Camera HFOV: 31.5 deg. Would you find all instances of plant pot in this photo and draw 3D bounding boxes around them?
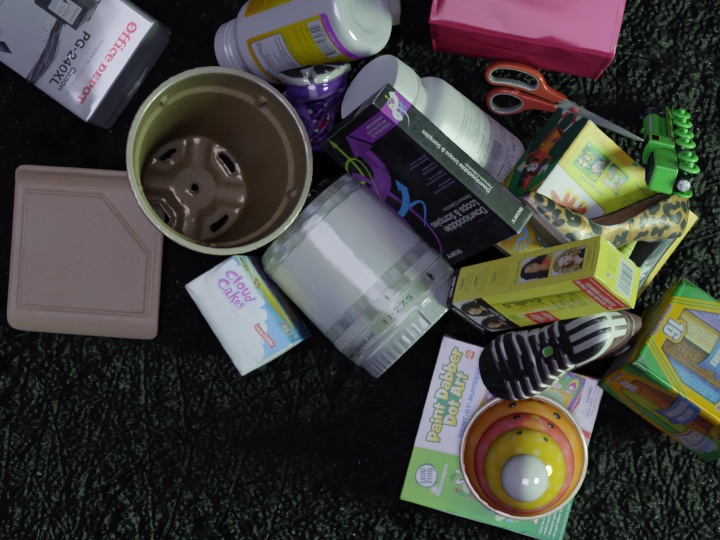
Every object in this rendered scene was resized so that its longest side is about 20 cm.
[{"bbox_3d":[-0.173,-0.107,1.427,0.200,0.183,0.201,2,83,-17],"label":"plant pot"}]

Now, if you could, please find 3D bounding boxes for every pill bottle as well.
[{"bbox_3d":[0.079,-0.148,1.414,0.200,0.114,0.115,32,93,-32],"label":"pill bottle"},{"bbox_3d":[-0.070,-0.271,1.440,0.199,0.104,0.105,-10,90,38],"label":"pill bottle"}]

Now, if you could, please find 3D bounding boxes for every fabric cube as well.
[{"bbox_3d":[0.191,-0.333,1.404,0.198,0.200,0.197,12,92,4],"label":"fabric cube"}]

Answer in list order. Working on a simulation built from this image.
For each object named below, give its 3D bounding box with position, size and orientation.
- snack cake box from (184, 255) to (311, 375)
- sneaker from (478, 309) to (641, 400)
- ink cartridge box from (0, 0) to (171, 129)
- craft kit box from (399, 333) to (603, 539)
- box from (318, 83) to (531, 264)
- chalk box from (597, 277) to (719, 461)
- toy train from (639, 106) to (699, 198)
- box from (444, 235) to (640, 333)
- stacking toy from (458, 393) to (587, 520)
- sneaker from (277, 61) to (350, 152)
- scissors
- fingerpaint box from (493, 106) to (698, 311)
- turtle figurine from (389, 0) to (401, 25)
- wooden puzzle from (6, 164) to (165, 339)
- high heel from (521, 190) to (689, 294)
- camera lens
[{"bbox_3d":[-0.121,0.047,1.431,0.067,0.200,0.115,-31,88,4],"label":"snack cake box"},{"bbox_3d":[0.231,0.090,1.415,0.115,0.200,0.076,-6,76,-40],"label":"sneaker"},{"bbox_3d":[-0.347,-0.282,1.504,0.200,0.083,0.145,35,93,4],"label":"ink cartridge box"},{"bbox_3d":[0.165,0.195,1.491,0.197,0.049,0.201,15,91,7],"label":"craft kit box"},{"bbox_3d":[0.064,-0.095,1.323,0.200,0.143,0.036,39,65,-11],"label":"box"},{"bbox_3d":[0.390,0.126,1.414,0.200,0.124,0.124,35,70,4],"label":"chalk box"},{"bbox_3d":[0.336,-0.134,1.404,0.056,0.200,0.042,12,119,4],"label":"toy train"},{"bbox_3d":[0.187,0.018,1.332,0.075,0.200,0.050,36,57,-34],"label":"box"},{"bbox_3d":[0.179,0.211,1.368,0.145,0.200,0.147,0,91,4],"label":"stacking toy"},{"bbox_3d":[-0.046,-0.179,1.424,0.080,0.200,0.084,-10,83,-3],"label":"sneaker"},{"bbox_3d":[0.238,-0.194,1.475,0.199,0.014,0.073,13,132,4],"label":"scissors"},{"bbox_3d":[0.249,-0.054,1.422,0.200,0.073,0.167,34,93,-29],"label":"fingerpaint box"},{"bbox_3d":[0.006,-0.378,1.429,0.143,0.200,0.195,8,111,-10],"label":"turtle figurine"},{"bbox_3d":[-0.327,-0.022,1.533,0.184,0.037,0.201,4,95,4],"label":"wooden puzzle"},{"bbox_3d":[0.260,-0.070,1.345,0.200,0.071,0.143,35,87,-32],"label":"high heel"},{"bbox_3d":[0.000,0.000,1.442,0.160,0.160,0.200,-44,88,4],"label":"camera lens"}]
